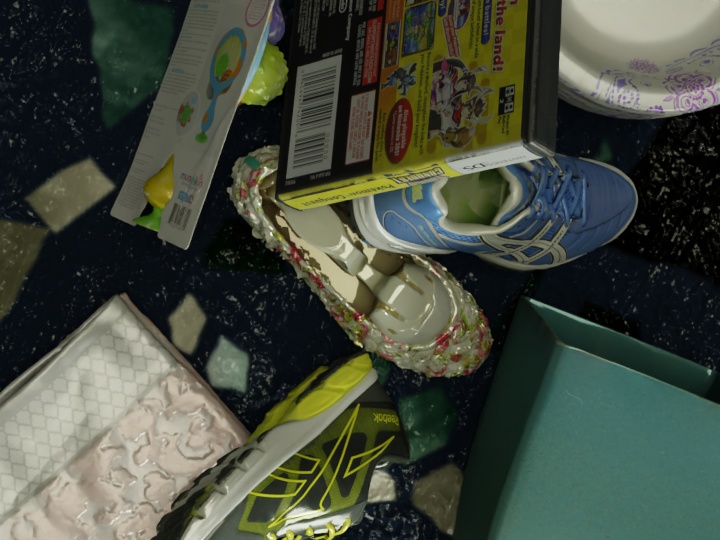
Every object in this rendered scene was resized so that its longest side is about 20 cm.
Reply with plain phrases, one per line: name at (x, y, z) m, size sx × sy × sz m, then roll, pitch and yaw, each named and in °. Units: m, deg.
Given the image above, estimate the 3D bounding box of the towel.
towel at (-0.159, 0.145, 0.964) m, size 0.200 × 0.032 × 0.191 m, roll -41°, pitch 96°, yaw -2°

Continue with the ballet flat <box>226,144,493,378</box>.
ballet flat at (0.000, 0.000, 0.958) m, size 0.200 × 0.064 × 0.076 m, roll 38°, pitch 88°, yaw -7°

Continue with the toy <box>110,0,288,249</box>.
toy at (-0.078, -0.111, 0.931) m, size 0.047 × 0.115 × 0.201 m, roll 24°, pitch 88°, yaw -33°

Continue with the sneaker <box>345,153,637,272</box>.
sneaker at (0.092, -0.037, 0.937) m, size 0.199 × 0.077 × 0.076 m, roll -4°, pitch 90°, yaw -32°

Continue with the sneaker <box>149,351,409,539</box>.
sneaker at (-0.041, 0.132, 0.923) m, size 0.200 × 0.074 × 0.085 m, roll -43°, pitch 97°, yaw -29°

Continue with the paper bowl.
paper bowl at (0.168, -0.192, 0.946) m, size 0.199 × 0.104 × 0.202 m, roll 0°, pitch 93°, yaw -6°

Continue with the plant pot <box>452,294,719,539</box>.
plant pot at (0.131, 0.143, 0.943) m, size 0.140 × 0.141 × 0.201 m, roll 22°, pitch 98°, yaw -6°

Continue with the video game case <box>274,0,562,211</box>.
video game case at (0.033, -0.143, 0.885) m, size 0.025 × 0.180 × 0.202 m, roll 24°, pitch 64°, yaw -45°
